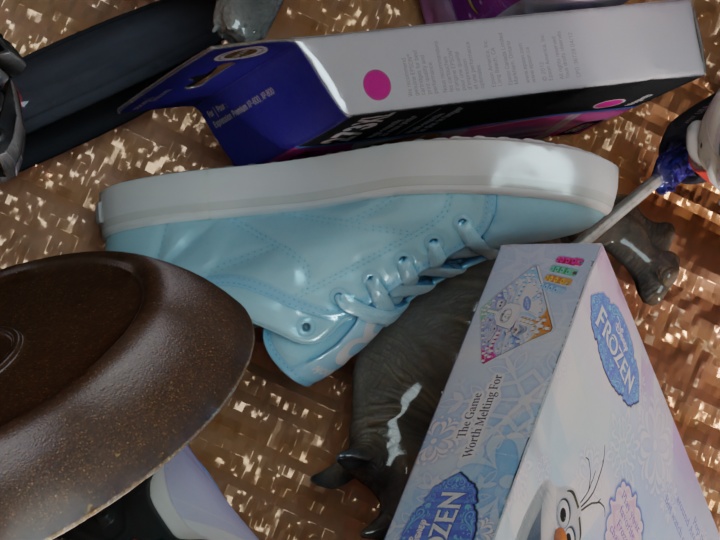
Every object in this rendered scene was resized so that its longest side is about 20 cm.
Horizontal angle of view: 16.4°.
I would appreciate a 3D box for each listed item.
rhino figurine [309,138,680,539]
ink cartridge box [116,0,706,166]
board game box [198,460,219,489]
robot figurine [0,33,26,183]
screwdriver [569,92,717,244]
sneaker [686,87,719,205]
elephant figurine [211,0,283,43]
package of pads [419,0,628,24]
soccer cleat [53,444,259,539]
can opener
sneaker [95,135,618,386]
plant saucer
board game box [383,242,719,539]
[{"bbox_3d":[0.044,0.036,0.943,0.087,0.060,0.200,36,69,-8],"label":"rhino figurine"},{"bbox_3d":[0.020,-0.067,0.921,0.200,0.095,0.037,-6,82,-27],"label":"ink cartridge box"},{"bbox_3d":[-0.136,0.135,0.896,0.200,0.039,0.158,-24,91,-14],"label":"board game box"},{"bbox_3d":[-0.196,-0.054,0.854,0.145,0.058,0.200,-32,51,-14],"label":"robot figurine"},{"bbox_3d":[0.108,-0.026,0.939,0.029,0.028,0.200,24,35,18],"label":"screwdriver"},{"bbox_3d":[0.161,-0.028,0.912,0.070,0.093,0.200,33,55,-26],"label":"sneaker"},{"bbox_3d":[-0.096,-0.187,0.926,0.200,0.155,0.142,28,91,-5],"label":"elephant figurine"},{"bbox_3d":[0.076,-0.156,0.920,0.075,0.200,0.121,-14,86,-20],"label":"package of pads"},{"bbox_3d":[-0.062,0.100,0.822,0.068,0.200,0.073,-39,132,-8],"label":"soccer cleat"},{"bbox_3d":[-0.134,-0.056,0.920,0.200,0.063,0.079,-25,85,-16],"label":"can opener"},{"bbox_3d":[0.000,0.000,0.911,0.199,0.074,0.082,-7,83,23],"label":"sneaker"},{"bbox_3d":[-0.132,0.045,0.830,0.200,0.200,0.032,-29,112,-17],"label":"plant saucer"},{"bbox_3d":[0.067,0.130,0.842,0.043,0.200,0.199,0,45,29],"label":"board game box"}]
